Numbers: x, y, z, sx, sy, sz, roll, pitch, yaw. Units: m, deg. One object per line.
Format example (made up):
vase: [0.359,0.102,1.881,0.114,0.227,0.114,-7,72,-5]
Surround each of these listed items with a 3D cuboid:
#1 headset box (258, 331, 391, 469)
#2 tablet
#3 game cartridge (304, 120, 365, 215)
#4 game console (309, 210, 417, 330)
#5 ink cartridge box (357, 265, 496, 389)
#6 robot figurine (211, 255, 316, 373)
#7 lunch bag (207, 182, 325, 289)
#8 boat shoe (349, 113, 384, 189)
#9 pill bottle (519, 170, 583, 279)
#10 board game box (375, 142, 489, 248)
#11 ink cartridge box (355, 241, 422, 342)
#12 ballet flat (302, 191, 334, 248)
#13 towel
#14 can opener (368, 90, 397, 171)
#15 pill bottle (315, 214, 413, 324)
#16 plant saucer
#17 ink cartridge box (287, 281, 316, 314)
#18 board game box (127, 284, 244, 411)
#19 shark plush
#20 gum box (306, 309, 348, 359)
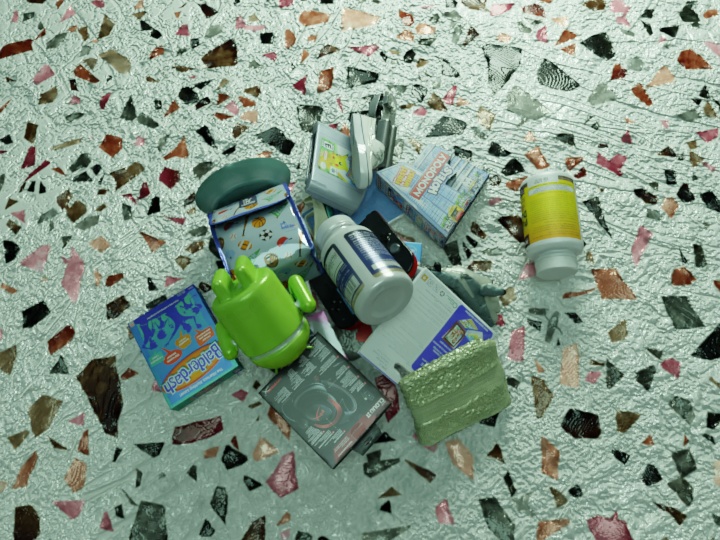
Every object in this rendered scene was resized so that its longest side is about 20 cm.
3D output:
headset box: [-0.052,0.231,0.918,0.200,0.075,0.149,41,77,14]
tablet: [-0.016,-0.121,1.140,0.200,0.014,0.130,-32,72,-8]
game cartridge: [-0.047,-0.216,1.114,0.133,0.040,0.201,23,50,-28]
game console: [0.000,0.000,1.018,0.200,0.031,0.177,-43,54,9]
ink cartridge box: [0.121,0.130,0.983,0.198,0.043,0.200,42,82,-13]
robot figurine: [-0.162,0.076,0.867,0.175,0.116,0.200,-33,110,0]
lunch bag: [-0.184,-0.063,0.989,0.170,0.124,0.200,-22,60,-6]
boat shoe: [0.018,-0.250,1.104,0.070,0.071,0.200,2,52,-10]
pill bottle: [0.381,-0.088,1.055,0.109,0.109,0.201,-1,71,3]
board game box: [0.143,-0.183,1.119,0.200,0.062,0.200,32,72,11]
ink cartridge box: [0.055,0.044,1.051,0.116,0.067,0.201,6,72,6]
ballet flat: [-0.090,-0.135,1.110,0.069,0.070,0.201,-10,67,0]
towel: [0.176,0.220,0.964,0.199,0.036,0.149,-22,98,-12]
can opener: [0.045,-0.312,1.191,0.067,0.053,0.201,-4,68,36]
pill bottle: [-0.002,-0.009,0.936,0.111,0.111,0.200,-31,51,-7]
plant saucer: [-0.228,-0.151,1.064,0.199,0.200,0.036,-23,71,-5]
ink cartridge box: [-0.188,0.002,1.071,0.145,0.083,0.201,-18,71,-3]
board game box: [-0.347,0.151,1.050,0.152,0.045,0.200,-33,73,-8]
shark plush: [0.191,0.038,1.018,0.200,0.091,0.083,23,101,-21]
gum box: [-0.080,0.183,1.011,0.113,0.066,0.200,-26,72,-6]
